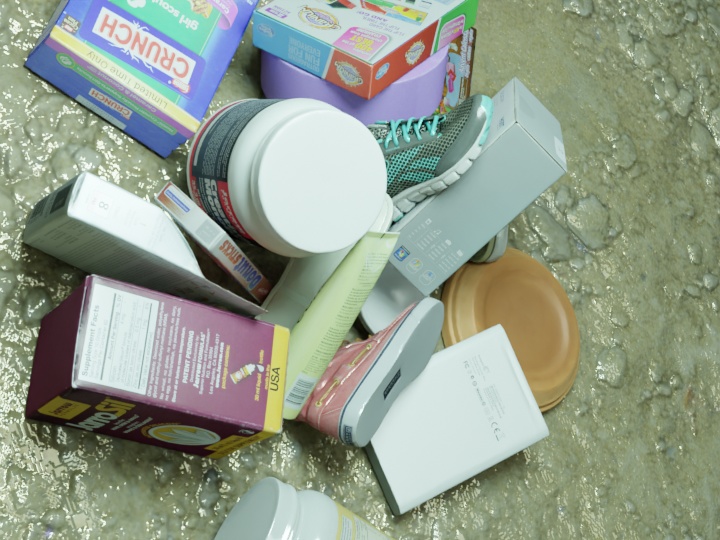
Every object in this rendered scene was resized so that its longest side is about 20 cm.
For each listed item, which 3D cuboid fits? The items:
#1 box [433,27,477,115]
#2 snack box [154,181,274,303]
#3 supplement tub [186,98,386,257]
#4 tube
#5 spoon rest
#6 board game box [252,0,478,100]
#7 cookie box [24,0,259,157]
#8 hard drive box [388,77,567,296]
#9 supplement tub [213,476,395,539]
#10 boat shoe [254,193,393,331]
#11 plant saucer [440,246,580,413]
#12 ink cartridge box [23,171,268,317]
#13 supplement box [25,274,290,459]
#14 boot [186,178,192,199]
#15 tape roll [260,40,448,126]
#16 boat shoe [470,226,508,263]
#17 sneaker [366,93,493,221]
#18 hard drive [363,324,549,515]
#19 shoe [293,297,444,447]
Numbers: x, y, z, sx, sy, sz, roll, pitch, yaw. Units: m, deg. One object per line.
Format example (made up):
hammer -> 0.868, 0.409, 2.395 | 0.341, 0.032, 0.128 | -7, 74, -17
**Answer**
box -> 0.064, -0.220, 1.465 | 0.136, 0.039, 0.202 | 21, 62, -25
snack box -> -0.132, -0.022, 1.164 | 0.072, 0.200, 0.024 | 41, 84, 16
supplement tub -> -0.072, -0.088, 1.166 | 0.139, 0.200, 0.143 | -3, 98, -24
tube -> -0.031, 0.045, 1.172 | 0.052, 0.201, 0.058 | 27, 16, -20
spoon rest -> 0.000, 0.000, 1.326 | 0.200, 0.060, 0.100 | 41, 55, -14
board game box -> 0.007, -0.261, 1.297 | 0.152, 0.041, 0.200 | 29, 46, 24
cookie box -> -0.213, -0.246, 1.264 | 0.170, 0.075, 0.202 | 33, 58, -21
hard drive box -> 0.116, -0.090, 1.320 | 0.077, 0.200, 0.156 | 42, 23, -13
supplement tub -> -0.031, 0.292, 1.141 | 0.199, 0.145, 0.147 | 35, 56, -18
boat shoe -> -0.034, 0.006, 1.256 | 0.072, 0.062, 0.201 | 34, 84, 23
plant saucer -> 0.180, 0.065, 1.438 | 0.198, 0.037, 0.203 | 13, 66, -29
ink cartridge box -> -0.193, -0.014, 1.137 | 0.198, 0.162, 0.058 | 23, 72, -24
supplement box -> -0.180, 0.092, 1.125 | 0.198, 0.131, 0.105 | 17, 65, -27
boot -> -0.095, -0.107, 1.305 | 0.198, 0.075, 0.075 | -18, 111, -25
tape roll -> -0.007, -0.226, 1.335 | 0.197, 0.066, 0.201 | 3, 42, -3
boat shoe -> 0.155, -0.098, 1.455 | 0.068, 0.075, 0.203 | 15, 60, -29
sneaker -> 0.046, -0.119, 1.248 | 0.091, 0.199, 0.078 | 36, 39, -23
hard drive -> 0.094, 0.155, 1.327 | 0.198, 0.026, 0.133 | -22, 86, -26
shoe -> 0.005, 0.088, 1.267 | 0.200, 0.090, 0.072 | -51, 147, -38
